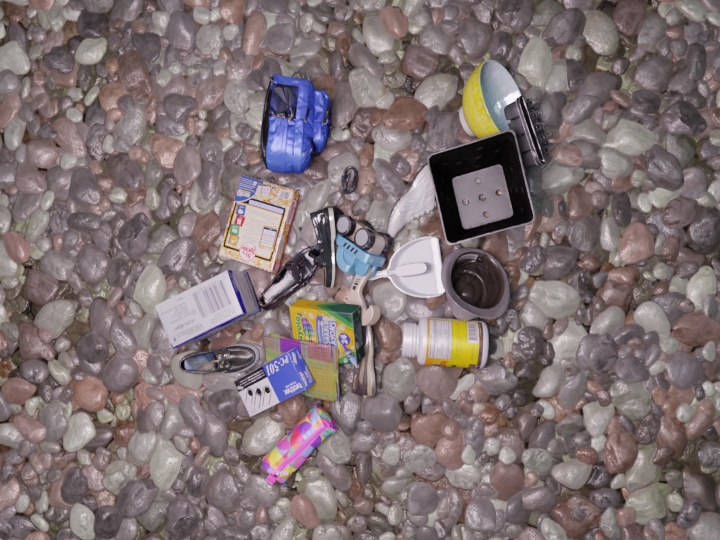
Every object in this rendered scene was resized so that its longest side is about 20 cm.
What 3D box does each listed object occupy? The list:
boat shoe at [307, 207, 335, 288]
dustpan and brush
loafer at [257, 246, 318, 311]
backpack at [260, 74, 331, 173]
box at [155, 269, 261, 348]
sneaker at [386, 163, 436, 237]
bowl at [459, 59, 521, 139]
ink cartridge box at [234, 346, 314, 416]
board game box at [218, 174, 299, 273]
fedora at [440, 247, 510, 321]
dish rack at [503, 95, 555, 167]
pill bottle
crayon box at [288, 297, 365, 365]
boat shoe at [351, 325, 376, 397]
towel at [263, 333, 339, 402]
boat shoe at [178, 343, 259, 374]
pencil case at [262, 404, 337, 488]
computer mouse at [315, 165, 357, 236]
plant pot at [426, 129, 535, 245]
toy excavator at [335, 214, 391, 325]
[{"bbox_3d":[-0.092,-0.049,1.369,0.064,0.075,0.204,-4,123,-8],"label":"boat shoe"},{"bbox_3d":[0.095,0.002,1.392,0.195,0.057,0.144,-9,90,22],"label":"dustpan and brush"},{"bbox_3d":[-0.172,0.022,1.405,0.072,0.063,0.200,45,90,4],"label":"loafer"},{"bbox_3d":[-0.156,-0.332,1.370,0.163,0.163,0.206,9,87,0],"label":"backpack"},{"bbox_3d":[-0.343,0.087,1.343,0.180,0.200,0.107,-25,88,2],"label":"box"},{"bbox_3d":[0.134,-0.158,1.395,0.086,0.075,0.202,37,90,-1],"label":"sneaker"},{"bbox_3d":[0.296,-0.374,1.364,0.106,0.197,0.206,-20,86,43],"label":"bowl"},{"bbox_3d":[-0.205,0.262,1.362,0.198,0.044,0.096,-31,85,31],"label":"ink cartridge box"},{"bbox_3d":[-0.247,-0.113,1.412,0.148,0.046,0.206,17,88,13],"label":"board game box"},{"bbox_3d":[0.255,0.046,1.344,0.172,0.091,0.203,19,51,-5],"label":"fedora"},{"bbox_3d":[0.398,-0.324,1.331,0.054,0.199,0.157,-15,100,39],"label":"dish rack"},{"bbox_3d":[0.196,0.168,1.358,0.194,0.109,0.113,4,88,3],"label":"pill bottle"},{"bbox_3d":[-0.091,0.140,1.348,0.195,0.051,0.129,4,111,26],"label":"crayon box"},{"bbox_3d":[-0.001,0.200,1.385,0.071,0.075,0.207,-3,86,2],"label":"boat shoe"},{"bbox_3d":[-0.136,0.227,1.361,0.195,0.023,0.148,6,112,25],"label":"towel"},{"bbox_3d":[-0.344,0.222,1.409,0.194,0.057,0.071,-8,87,3],"label":"boat shoe"},{"bbox_3d":[-0.146,0.416,1.379,0.088,0.088,0.200,43,89,4],"label":"pencil case"},{"bbox_3d":[-0.056,-0.161,1.427,0.058,0.034,0.204,24,84,20],"label":"computer mouse"},{"bbox_3d":[0.277,-0.179,1.324,0.195,0.177,0.206,-14,87,15],"label":"plant pot"},{"bbox_3d":[0.000,0.000,1.364,0.193,0.099,0.204,35,106,32],"label":"toy excavator"}]
